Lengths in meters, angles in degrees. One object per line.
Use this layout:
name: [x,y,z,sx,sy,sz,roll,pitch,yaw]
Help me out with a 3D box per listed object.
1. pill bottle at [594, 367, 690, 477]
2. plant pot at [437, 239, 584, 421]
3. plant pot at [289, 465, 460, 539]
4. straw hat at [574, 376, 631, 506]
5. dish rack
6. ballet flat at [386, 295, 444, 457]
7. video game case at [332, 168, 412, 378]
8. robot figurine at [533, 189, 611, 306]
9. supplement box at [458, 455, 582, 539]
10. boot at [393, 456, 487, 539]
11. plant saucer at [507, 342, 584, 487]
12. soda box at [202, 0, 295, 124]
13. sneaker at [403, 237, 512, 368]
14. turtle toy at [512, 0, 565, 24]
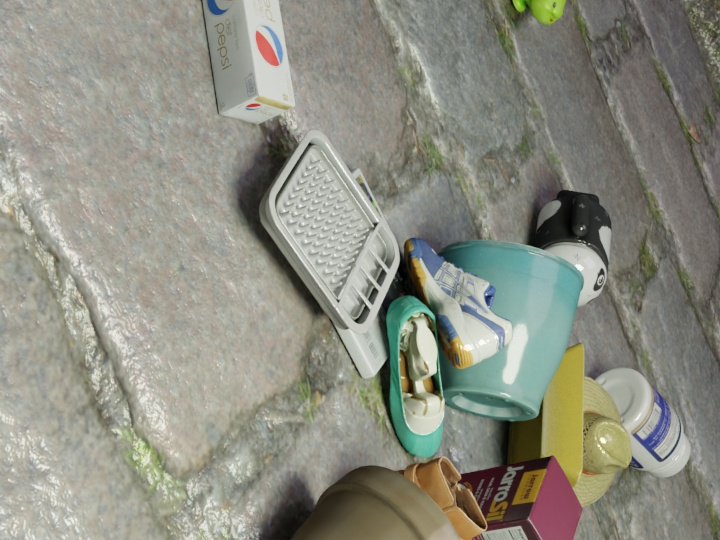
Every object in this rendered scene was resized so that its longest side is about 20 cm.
pill bottle: [0.458,0.256,1.866,0.200,0.118,0.121,42,43,-38]
plant pot: [0.180,0.088,1.483,0.199,0.198,0.191,31,64,-45]
plant pot: [-0.016,0.317,1.100,0.172,0.199,0.203,-24,95,-39]
straw hat: [0.351,0.256,1.677,0.198,0.084,0.205,1,89,-36]
dish rack: [-0.039,-0.041,1.299,0.201,0.043,0.173,55,37,-24]
ballet flat: [0.069,0.132,1.361,0.066,0.070,0.204,-10,98,-18]
video game case: [0.000,0.000,1.395,0.202,0.023,0.182,62,35,-15]
robot figurine: [0.340,-0.036,1.820,0.150,0.123,0.202,46,41,-30]
supplement box: [0.141,0.294,1.303,0.086,0.198,0.111,59,36,-17]
boot: [0.074,0.301,1.220,0.201,0.153,0.074,55,26,-13]
plant saucer: [0.243,0.224,1.545,0.048,0.201,0.203,13,55,-6]
soda box: [-0.130,-0.274,1.291,0.068,0.063,0.204,7,70,-54]
sneaker: [0.118,0.032,1.397,0.076,0.087,0.202,83,-16,-51]
turtle toy: [0.305,-0.528,2.018,0.145,0.100,0.204,5,71,-55]
